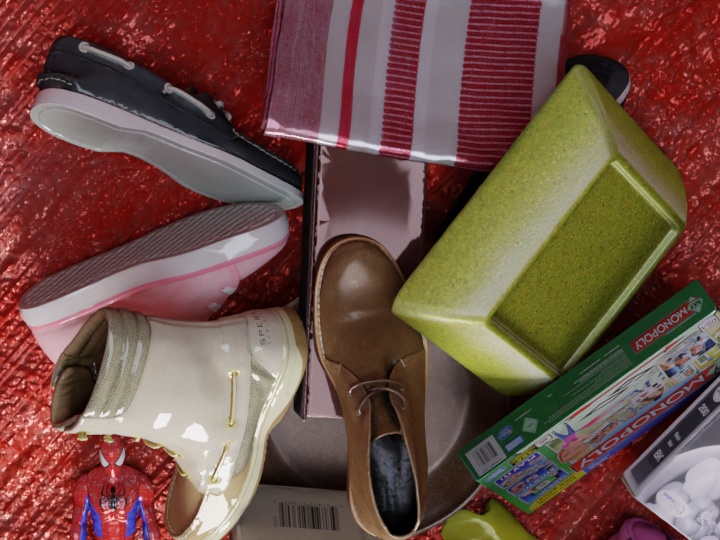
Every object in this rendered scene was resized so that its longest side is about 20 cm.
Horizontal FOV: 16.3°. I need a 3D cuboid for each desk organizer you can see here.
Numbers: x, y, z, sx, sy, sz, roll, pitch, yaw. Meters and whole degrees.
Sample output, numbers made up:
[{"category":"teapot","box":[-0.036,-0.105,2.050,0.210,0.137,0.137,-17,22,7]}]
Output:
[{"category":"desk organizer","box":[0.000,0.000,1.687,0.077,0.072,0.201,3,92,-6]}]

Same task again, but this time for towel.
[{"category":"towel","box":[0.040,-0.141,1.659,0.199,0.023,0.145,9,71,-8]}]

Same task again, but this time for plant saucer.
[{"category":"plant saucer","box":[0.135,-0.010,1.663,0.200,0.048,0.200,-52,147,1]},{"category":"plant saucer","box":[0.005,0.094,1.770,0.200,0.037,0.201,-2,109,-5]}]

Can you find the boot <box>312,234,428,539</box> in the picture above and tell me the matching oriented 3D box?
[{"category":"boot","box":[0.014,0.076,1.620,0.073,0.075,0.201,-9,92,-6]}]

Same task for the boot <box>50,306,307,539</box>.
[{"category":"boot","box":[-0.136,0.103,1.665,0.154,0.072,0.200,2,129,-31]}]

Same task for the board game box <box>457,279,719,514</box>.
[{"category":"board game box","box":[0.172,0.091,1.741,0.200,0.135,0.029,-37,66,7]}]

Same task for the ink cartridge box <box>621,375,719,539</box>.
[{"category":"ink cartridge box","box":[0.320,0.133,1.789,0.198,0.043,0.200,37,101,-28]}]

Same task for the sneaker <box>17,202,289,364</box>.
[{"category":"sneaker","box":[-0.124,0.028,1.711,0.200,0.075,0.105,-21,109,15]}]

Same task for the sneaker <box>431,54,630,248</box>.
[{"category":"sneaker","box":[0.127,-0.058,1.726,0.083,0.072,0.200,27,107,-38]}]

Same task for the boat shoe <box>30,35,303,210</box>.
[{"category":"boat shoe","box":[-0.121,-0.098,1.677,0.200,0.076,0.061,24,66,-27]}]

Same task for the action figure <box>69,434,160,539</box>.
[{"category":"action figure","box":[-0.173,0.211,1.789,0.065,0.052,0.201,-1,106,-1]}]

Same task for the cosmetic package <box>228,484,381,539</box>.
[{"category":"cosmetic package","box":[-0.049,0.253,1.777,0.105,0.071,0.201,4,122,-6]}]

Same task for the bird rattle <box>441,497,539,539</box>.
[{"category":"bird rattle","box":[0.098,0.254,1.746,0.163,0.200,0.113,0,115,-31]}]

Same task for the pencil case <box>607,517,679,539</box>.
[{"category":"pencil case","box":[0.180,0.283,1.827,0.094,0.091,0.200,23,109,-38]}]
